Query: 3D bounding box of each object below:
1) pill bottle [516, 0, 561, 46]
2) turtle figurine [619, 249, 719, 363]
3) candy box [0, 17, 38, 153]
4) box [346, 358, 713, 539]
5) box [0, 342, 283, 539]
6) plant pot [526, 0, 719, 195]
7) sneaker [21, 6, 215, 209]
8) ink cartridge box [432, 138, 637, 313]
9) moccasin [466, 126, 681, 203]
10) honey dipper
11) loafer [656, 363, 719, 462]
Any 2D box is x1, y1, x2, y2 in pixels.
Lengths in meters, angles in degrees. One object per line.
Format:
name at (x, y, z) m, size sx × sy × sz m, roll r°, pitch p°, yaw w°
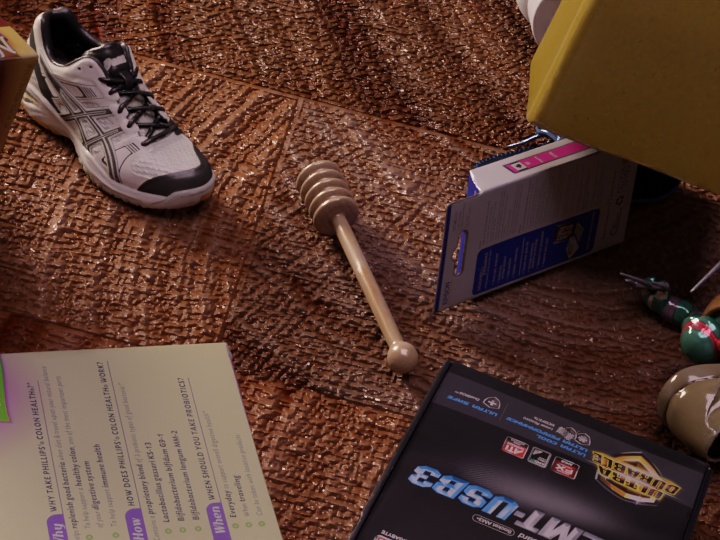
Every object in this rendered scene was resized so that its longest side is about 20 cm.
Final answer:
pill bottle at (0.188, -0.280, 1.701) m, size 0.108 × 0.110 × 0.201 m, roll 7°, pitch 40°, yaw -8°
turtle figurine at (0.276, 0.016, 1.394) m, size 0.199 × 0.149 × 0.102 m, roll -27°, pitch 92°, yaw -42°
candy box at (-0.299, -0.069, 1.227) m, size 0.056 × 0.201 × 0.116 m, roll 42°, pitch 32°, yaw 26°
box at (0.109, 0.166, 1.216) m, size 0.198 × 0.050 × 0.199 m, roll 23°, pitch 40°, yaw 11°
box at (-0.162, 0.142, 1.125) m, size 0.198 × 0.097 × 0.177 m, roll -2°, pitch 43°, yaw -19°
plant pot at (0.249, -0.192, 1.410) m, size 0.194 × 0.202 × 0.194 m, roll 19°, pitch 20°, yaw -1°
sneaker at (-0.188, -0.125, 1.430) m, size 0.199 × 0.088 × 0.075 m, roll 36°, pitch 43°, yaw 22°
ink cartridge box at (0.127, -0.041, 1.418) m, size 0.199 × 0.096 × 0.037 m, roll -21°, pitch 41°, yaw -35°
moccasin at (0.174, -0.092, 1.512) m, size 0.198 × 0.069 × 0.081 m, roll -13°, pitch 46°, yaw -29°
honey dipper at (0.000, 0.000, 1.387) m, size 0.038 × 0.038 × 0.201 m, roll -6°, pitch 49°, yaw -22°
loafer at (0.309, 0.104, 1.330) m, size 0.198 × 0.077 × 0.068 m, roll -6°, pitch 44°, yaw -8°
